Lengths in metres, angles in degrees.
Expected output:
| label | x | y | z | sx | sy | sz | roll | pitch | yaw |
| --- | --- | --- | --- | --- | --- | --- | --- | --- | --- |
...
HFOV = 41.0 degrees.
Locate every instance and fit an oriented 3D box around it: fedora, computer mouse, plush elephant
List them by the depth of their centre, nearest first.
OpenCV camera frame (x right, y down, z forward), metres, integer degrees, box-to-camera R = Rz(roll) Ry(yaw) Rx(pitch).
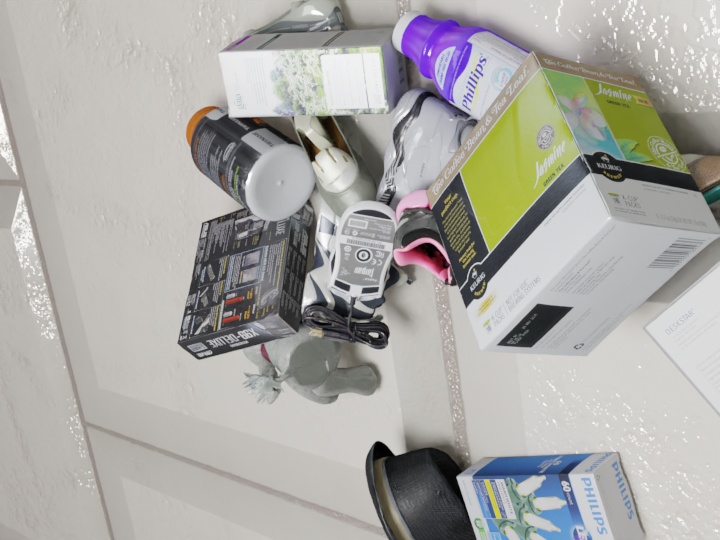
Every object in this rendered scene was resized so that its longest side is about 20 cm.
| label | x | y | z | sx | sy | sz | roll | pitch | yaw |
| --- | --- | --- | --- | --- | --- | --- | --- | --- | --- |
| computer mouse | 0.000 | 0.000 | 1.117 | 0.110 | 0.044 | 0.200 | 11 | 122 | -5 |
| fedora | 0.089 | 0.294 | 1.212 | 0.092 | 0.201 | 0.201 | -27 | 87 | 15 |
| plush elephant | -0.091 | 0.098 | 1.288 | 0.155 | 0.200 | 0.165 | 32 | 137 | 55 |

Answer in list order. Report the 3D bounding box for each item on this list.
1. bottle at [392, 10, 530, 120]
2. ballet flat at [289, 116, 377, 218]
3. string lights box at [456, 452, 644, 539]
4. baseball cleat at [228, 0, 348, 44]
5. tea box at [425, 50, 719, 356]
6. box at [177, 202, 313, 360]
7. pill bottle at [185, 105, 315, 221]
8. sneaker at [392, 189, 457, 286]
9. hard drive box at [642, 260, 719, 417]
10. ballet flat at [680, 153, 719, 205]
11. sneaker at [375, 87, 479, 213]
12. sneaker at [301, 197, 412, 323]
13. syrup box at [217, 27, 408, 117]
| label | x | y | z | sx | sy | sz | roll | pitch | yaw |
| --- | --- | --- | --- | --- | --- | --- | --- | --- | --- |
| bottle | 0.120 | -0.208 | 0.999 | 0.200 | 0.065 | 0.084 | 38 | 129 | 27 |
| ballet flat | -0.041 | -0.139 | 1.148 | 0.067 | 0.064 | 0.200 | -35 | 58 | 17 |
| string lights box | 0.216 | 0.272 | 1.119 | 0.200 | 0.059 | 0.103 | -15 | 95 | 47 |
| baseball cleat | -0.091 | -0.263 | 1.184 | 0.200 | 0.070 | 0.107 | -20 | 93 | 48 |
| tea box | 0.183 | -0.055 | 0.887 | 0.200 | 0.134 | 0.197 | -53 | 43 | 44 |
| box | -0.147 | 0.005 | 1.249 | 0.158 | 0.200 | 0.050 | -17 | 139 | 26 |
| pill bottle | -0.153 | -0.150 | 1.256 | 0.200 | 0.106 | 0.106 | 37 | 131 | 43 |
| sneaker | 0.123 | -0.008 | 1.024 | 0.200 | 0.095 | 0.079 | 20 | 137 | 4 |
| hard drive box | 0.381 | 0.074 | 0.854 | 0.200 | 0.077 | 0.156 | 52 | 135 | 14 |
| ballet flat | 0.278 | -0.068 | 0.906 | 0.200 | 0.068 | 0.067 | -42 | 69 | 44 |
| sneaker | 0.084 | -0.095 | 1.077 | 0.115 | 0.075 | 0.200 | 28 | 123 | 37 |
| sneaker | 0.006 | -0.026 | 1.196 | 0.079 | 0.129 | 0.199 | 108 | 173 | -78 |
| syrup box | -0.054 | -0.225 | 1.096 | 0.200 | 0.081 | 0.079 | 2 | 119 | 20 |
